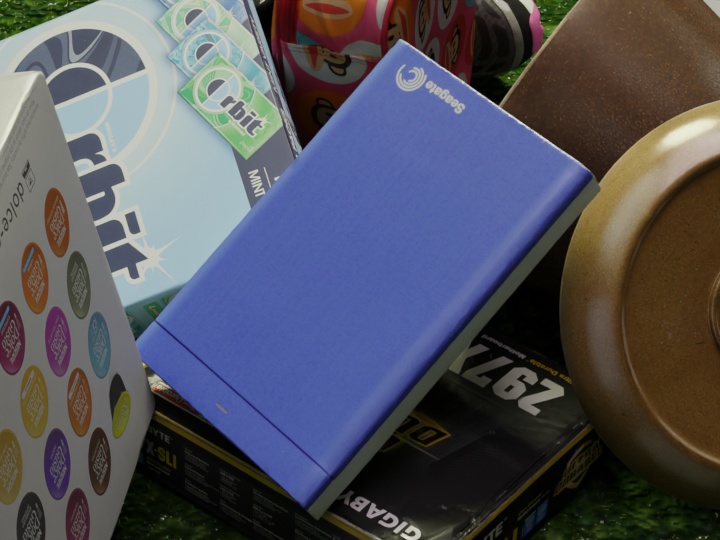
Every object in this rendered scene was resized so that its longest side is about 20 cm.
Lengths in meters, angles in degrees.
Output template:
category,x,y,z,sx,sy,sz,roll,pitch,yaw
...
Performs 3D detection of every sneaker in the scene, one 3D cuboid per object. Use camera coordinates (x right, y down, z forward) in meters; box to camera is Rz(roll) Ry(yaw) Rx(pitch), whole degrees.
category,x,y,z,sx,sy,sz,roll,pitch,yaw
sneaker,0.013,-0.149,1.336,0.198,0.074,0.088,14,39,24

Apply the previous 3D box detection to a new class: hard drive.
category,x,y,z,sx,sy,sz,roll,pitch,yaw
hard drive,0.000,0.000,1.015,0.132,0.025,0.200,38,84,33

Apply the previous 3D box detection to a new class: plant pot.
category,x,y,z,sx,sy,sz,roll,pitch,yaw
plant pot,0.168,-0.034,1.115,0.199,0.187,0.187,38,46,8
plant pot,0.194,0.018,1.034,0.198,0.202,0.027,-5,6,-9

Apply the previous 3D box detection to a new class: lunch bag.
category,x,y,z,sx,sy,sz,roll,pitch,yaw
lunch bag,0.018,-0.139,1.201,0.081,0.201,0.177,14,53,15

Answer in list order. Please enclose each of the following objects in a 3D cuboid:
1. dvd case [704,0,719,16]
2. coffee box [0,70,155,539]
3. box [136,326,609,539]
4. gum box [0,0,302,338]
category,x,y,z,sx,sy,sz,roll,pitch,yaw
dvd case,0.203,-0.105,1.258,0.199,0.025,0.151,-28,40,3
coffee box,-0.224,0.056,0.933,0.198,0.199,0.200,-4,37,14
box,0.002,0.075,1.065,0.199,0.050,0.159,27,43,29
gum box,-0.131,-0.050,1.114,0.198,0.045,0.171,-22,67,6
